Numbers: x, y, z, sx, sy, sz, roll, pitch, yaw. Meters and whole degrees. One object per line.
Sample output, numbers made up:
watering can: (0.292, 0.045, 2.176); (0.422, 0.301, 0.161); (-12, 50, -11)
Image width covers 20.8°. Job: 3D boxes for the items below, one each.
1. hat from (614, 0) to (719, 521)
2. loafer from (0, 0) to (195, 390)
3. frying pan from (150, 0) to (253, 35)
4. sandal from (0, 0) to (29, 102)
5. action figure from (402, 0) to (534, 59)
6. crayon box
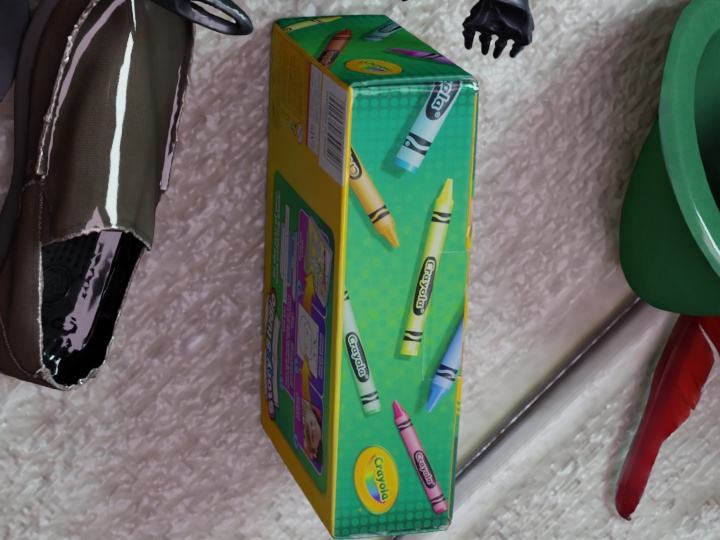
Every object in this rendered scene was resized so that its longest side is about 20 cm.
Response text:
hat: (0.142, -0.015, 0.947); (0.165, 0.176, 0.201); (26, 58, -31)
loafer: (-0.106, -0.037, 0.822); (0.073, 0.071, 0.201); (1, 113, -37)
frying pan: (-0.128, -0.153, 0.740); (0.189, 0.031, 0.115); (10, 140, 0)
sandal: (-0.202, -0.055, 0.806); (0.076, 0.043, 0.200); (35, 95, -25)
action figure: (0.054, -0.197, 0.813); (0.118, 0.102, 0.201); (21, 75, -16)
crayon box: (0.000, 0.000, 0.851); (0.058, 0.119, 0.201); (-4, 110, -17)
